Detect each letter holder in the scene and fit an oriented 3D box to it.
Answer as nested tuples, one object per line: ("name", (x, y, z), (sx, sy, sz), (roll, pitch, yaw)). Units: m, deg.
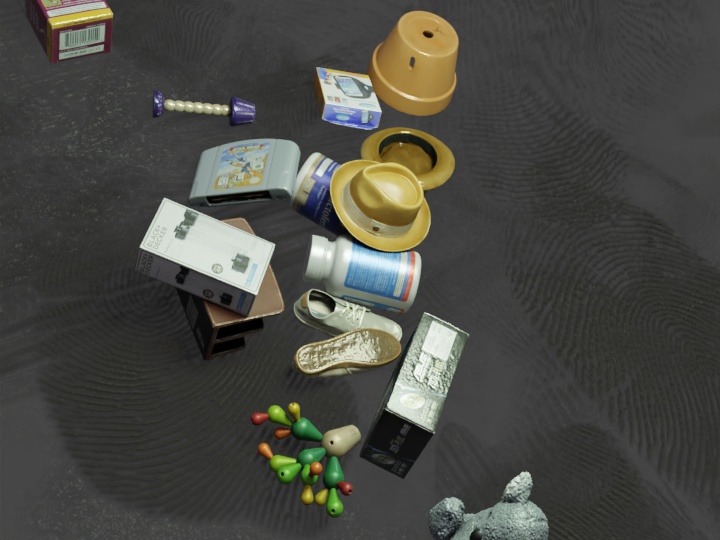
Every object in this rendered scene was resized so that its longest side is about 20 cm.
("letter holder", (-0.225, 0.025, 1.619), (0.140, 0.101, 0.202), (-12, 60, -28))

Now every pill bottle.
("pill bottle", (0.000, 0.000, 1.702), (0.196, 0.113, 0.114), (14, 51, -10))
("pill bottle", (-0.026, -0.121, 1.780), (0.197, 0.117, 0.117), (29, 51, 4))

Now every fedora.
("fedora", (0.087, -0.196, 1.873), (0.196, 0.083, 0.203), (6, 41, -5))
("fedora", (0.045, -0.131, 1.688), (0.197, 0.082, 0.204), (13, 55, -19))

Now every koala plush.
("koala plush", (0.216, 0.399, 1.427), (0.180, 0.201, 0.180), (5, 53, -15))

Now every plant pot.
("plant pot", (0.123, -0.453, 2.057), (0.195, 0.141, 0.203), (8, 53, -11))

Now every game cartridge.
("game cartridge", (-0.211, -0.180, 1.757), (0.195, 0.042, 0.135), (-5, 55, 14))

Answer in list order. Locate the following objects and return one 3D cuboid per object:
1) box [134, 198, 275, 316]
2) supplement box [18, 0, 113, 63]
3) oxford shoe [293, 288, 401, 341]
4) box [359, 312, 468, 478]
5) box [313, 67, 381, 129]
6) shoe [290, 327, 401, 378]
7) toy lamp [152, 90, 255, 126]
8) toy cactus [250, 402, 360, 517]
("box", (-0.247, -0.021, 1.539), (0.196, 0.061, 0.118), (23, 48, -5))
("supplement box", (-0.584, -0.520, 1.891), (0.129, 0.104, 0.202), (-19, 63, -29))
("oxford shoe", (-0.019, 0.085, 1.671), (0.196, 0.058, 0.076), (19, 49, -7))
("box", (0.086, 0.200, 1.553), (0.085, 0.165, 0.202), (25, 52, 1))
("box", (-0.027, -0.347, 1.953), (0.116, 0.042, 0.201), (6, 32, -15))
("shoe", (-0.026, 0.143, 1.628), (0.196, 0.053, 0.071), (-6, 67, -24))
("toy lamp", (-0.302, -0.311, 1.866), (0.195, 0.059, 0.059), (1, 54, -14))
("toy cactus", (-0.066, 0.278, 1.501), (0.163, 0.103, 0.200), (-21, 55, -41))
